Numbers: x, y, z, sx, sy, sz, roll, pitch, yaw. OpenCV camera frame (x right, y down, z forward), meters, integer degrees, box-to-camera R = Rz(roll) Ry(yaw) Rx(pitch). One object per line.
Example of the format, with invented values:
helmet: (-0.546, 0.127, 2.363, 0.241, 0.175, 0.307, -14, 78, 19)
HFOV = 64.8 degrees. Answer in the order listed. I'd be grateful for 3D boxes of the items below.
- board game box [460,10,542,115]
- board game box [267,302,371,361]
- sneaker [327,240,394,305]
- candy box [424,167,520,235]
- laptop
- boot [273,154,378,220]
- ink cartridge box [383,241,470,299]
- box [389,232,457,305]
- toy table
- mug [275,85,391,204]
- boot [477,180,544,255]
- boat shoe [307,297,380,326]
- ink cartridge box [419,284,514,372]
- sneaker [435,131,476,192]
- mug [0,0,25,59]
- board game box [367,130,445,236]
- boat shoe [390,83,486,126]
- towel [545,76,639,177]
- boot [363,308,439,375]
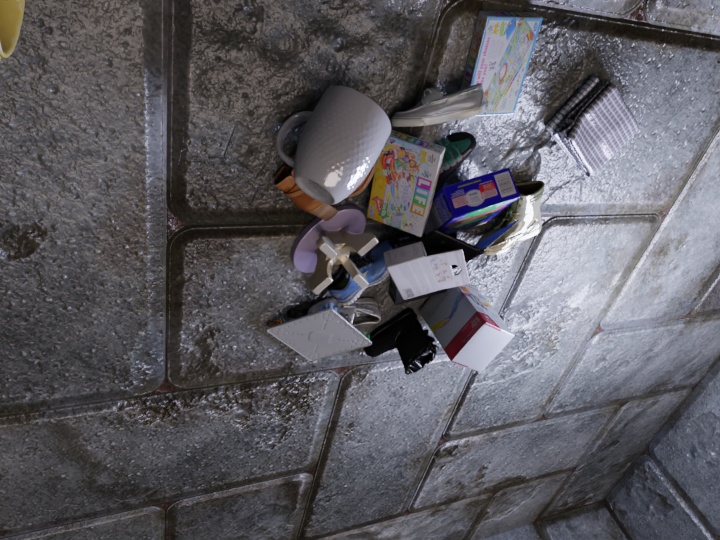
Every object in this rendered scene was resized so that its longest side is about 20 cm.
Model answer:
board game box: (0.283, -0.422, 1.168, 0.131, 0.034, 0.203, -8, 131, -21)
board game box: (-0.101, 0.158, 1.429, 0.197, 0.026, 0.200, -19, 140, 25)
sneaker: (0.000, 0.000, 1.361, 0.199, 0.079, 0.089, -42, 137, 12)
candy box: (0.238, -0.145, 1.287, 0.166, 0.079, 0.200, -18, 174, -13)
laptop: (0.226, -0.076, 1.320, 0.196, 0.118, 0.187, 22, 159, -14)
boot: (-0.068, -0.203, 1.154, 0.154, 0.074, 0.200, 31, 108, -38)
ink cartridge box: (0.160, -0.004, 1.327, 0.172, 0.046, 0.200, -14, 153, 10)
box: (0.157, -0.015, 1.452, 0.157, 0.044, 0.203, -13, 133, -18)
toy table: (-0.056, -0.041, 1.270, 0.182, 0.118, 0.200, 28, 112, -41)
mug: (-0.066, -0.230, 1.054, 0.178, 0.197, 0.148, -62, 162, -14)
boot: (0.381, -0.135, 1.444, 0.197, 0.072, 0.157, -24, 136, -13)
boat shoe: (-0.037, 0.114, 1.447, 0.196, 0.070, 0.072, -5, 131, -23)
ink cartridge box: (0.284, 0.142, 1.546, 0.144, 0.201, 0.146, 22, 114, -39)
sneaker: (0.179, -0.228, 1.270, 0.198, 0.076, 0.087, -33, 147, 19)
mug: (-0.535, -0.357, 0.734, 0.150, 0.150, 0.190, 10, 118, -23)
board game box: (0.093, -0.185, 1.211, 0.132, 0.034, 0.203, 20, 129, 13)
boat shoe: (0.155, -0.338, 1.151, 0.196, 0.070, 0.073, -10, 107, 3)
towel: (0.557, -0.336, 1.348, 0.166, 0.086, 0.199, -46, 133, 15)
boot: (0.109, 0.212, 1.541, 0.197, 0.164, 0.073, -39, 134, 10)
